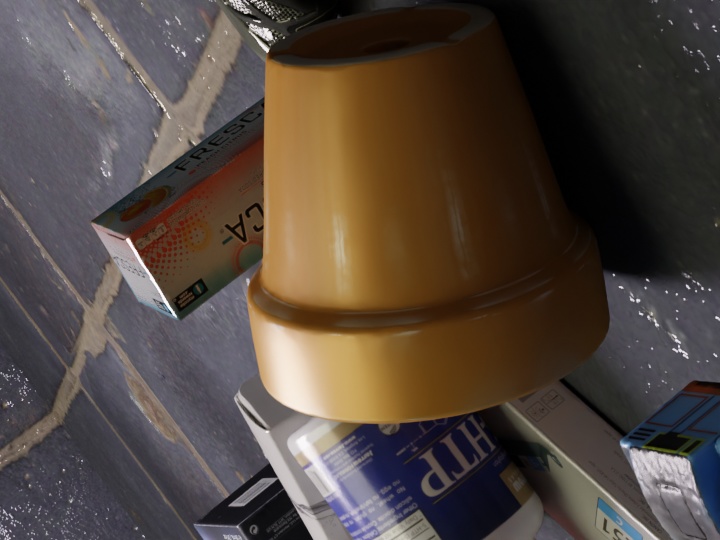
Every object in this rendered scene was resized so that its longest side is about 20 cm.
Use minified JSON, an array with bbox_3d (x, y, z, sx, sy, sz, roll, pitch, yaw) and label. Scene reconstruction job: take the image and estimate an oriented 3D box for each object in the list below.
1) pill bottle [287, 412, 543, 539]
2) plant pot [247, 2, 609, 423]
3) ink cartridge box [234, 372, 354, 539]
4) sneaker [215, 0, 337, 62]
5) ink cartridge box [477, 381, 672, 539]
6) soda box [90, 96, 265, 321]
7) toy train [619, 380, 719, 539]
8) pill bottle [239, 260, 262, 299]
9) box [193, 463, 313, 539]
[{"bbox_3d":[0.053,0.161,1.137,0.200,0.120,0.120,53,160,3],"label":"pill bottle"},{"bbox_3d":[0.025,-0.042,0.918,0.200,0.200,0.183,22,129,56],"label":"plant pot"},{"bbox_3d":[0.016,0.146,1.272,0.200,0.146,0.083,63,169,-25],"label":"ink cartridge box"},{"bbox_3d":[-0.086,-0.219,1.024,0.199,0.076,0.114,46,158,11],"label":"sneaker"},{"bbox_3d":[0.149,0.157,1.159,0.200,0.045,0.176,42,156,30],"label":"ink cartridge box"},{"bbox_3d":[-0.065,-0.056,1.054,0.064,0.200,0.068,19,142,58],"label":"soda box"},{"bbox_3d":[0.217,0.088,0.783,0.087,0.114,0.200,58,160,-14],"label":"toy train"},{"bbox_3d":[0.000,0.000,1.143,0.106,0.106,0.200,59,159,-16],"label":"pill bottle"},{"bbox_3d":[-0.055,0.312,1.766,0.198,0.123,0.200,54,161,-4],"label":"box"}]
